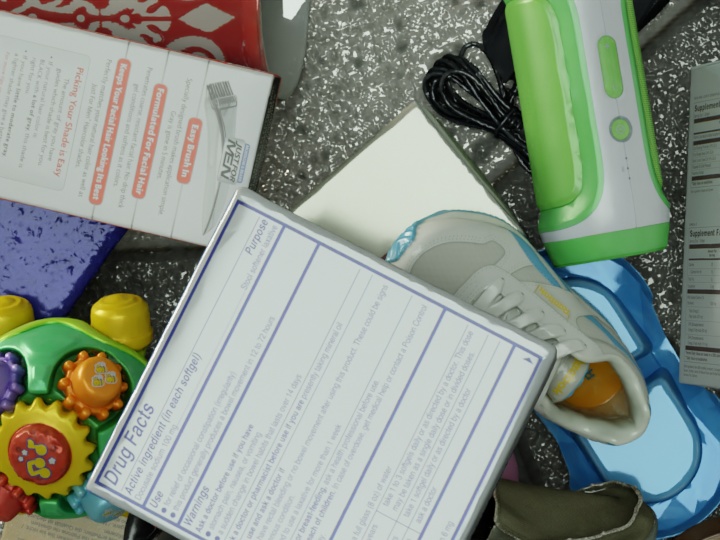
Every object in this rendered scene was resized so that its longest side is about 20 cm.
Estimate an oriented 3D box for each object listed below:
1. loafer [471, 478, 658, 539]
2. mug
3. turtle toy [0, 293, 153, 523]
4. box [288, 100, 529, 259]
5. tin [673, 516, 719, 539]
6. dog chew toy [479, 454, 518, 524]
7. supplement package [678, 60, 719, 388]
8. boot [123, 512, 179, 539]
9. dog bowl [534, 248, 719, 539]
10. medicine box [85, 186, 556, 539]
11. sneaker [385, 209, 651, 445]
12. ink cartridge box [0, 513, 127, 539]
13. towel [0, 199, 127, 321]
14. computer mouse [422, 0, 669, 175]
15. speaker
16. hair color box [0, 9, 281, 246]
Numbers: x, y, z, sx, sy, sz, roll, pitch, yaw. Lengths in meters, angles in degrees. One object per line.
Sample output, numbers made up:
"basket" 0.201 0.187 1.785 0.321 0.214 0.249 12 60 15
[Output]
"loafer" 0.091 0.157 1.179 0.199 0.075 0.070 -14 108 -26
"mug" -0.146 -0.163 1.287 0.198 0.134 0.179 3 61 12
"turtle toy" -0.208 0.096 1.218 0.198 0.101 0.147 -1 108 7
"box" 0.000 0.000 1.272 0.200 0.128 0.109 -40 86 6
"tin" 0.220 0.251 1.259 0.111 0.042 0.201 18 103 -9
"dog chew toy" 0.044 0.139 1.258 0.124 0.125 0.202 18 99 8
"supplement package" 0.293 -0.026 1.200 0.150 0.151 0.202 2 89 -16
"boot" -0.050 0.113 1.177 0.200 0.144 0.073 -51 41 17
"dog bowl" 0.163 0.077 1.287 0.111 0.050 0.201 -32 85 6
"medicine box" -0.019 0.083 1.092 0.199 0.103 0.183 27 86 6
"sneaker" 0.099 0.034 1.183 0.199 0.081 0.077 32 105 -28
"ink cartridge box" -0.132 0.182 1.313 0.198 0.075 0.166 16 92 7
"towel" -0.244 -0.060 1.271 0.199 0.050 0.148 37 94 -1
"computer mouse" 0.143 -0.162 1.293 0.138 0.053 0.201 34 93 8
"speaker" 0.138 -0.107 1.229 0.088 0.088 0.202 -9 90 7
"hair color box" -0.157 -0.088 1.210 0.198 0.064 0.112 14 96 2
